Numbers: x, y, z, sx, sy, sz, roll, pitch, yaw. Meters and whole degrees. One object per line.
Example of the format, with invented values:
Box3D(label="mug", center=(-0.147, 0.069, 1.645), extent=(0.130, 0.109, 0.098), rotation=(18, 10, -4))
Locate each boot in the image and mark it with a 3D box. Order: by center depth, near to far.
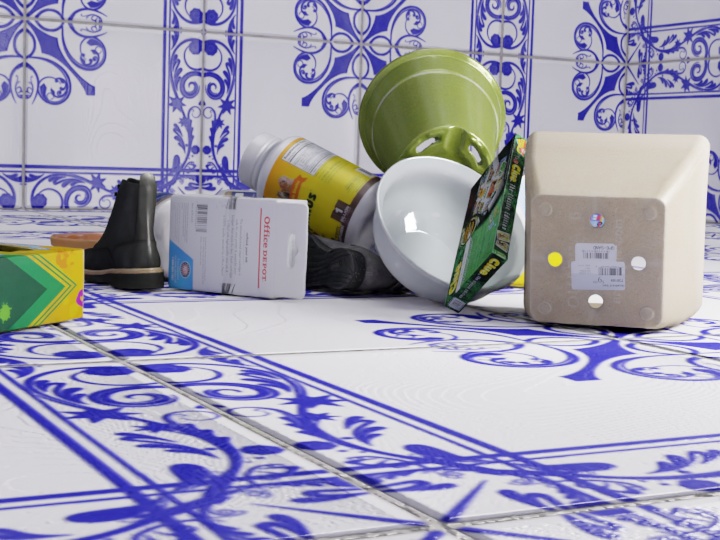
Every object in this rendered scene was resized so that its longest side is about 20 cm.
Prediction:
Box3D(label="boot", center=(-0.297, -0.053, 1.635), extent=(0.077, 0.139, 0.200), rotation=(-2, 5, -38))
Box3D(label="boot", center=(0.000, 0.000, 1.657), extent=(0.131, 0.070, 0.200), rotation=(7, 9, -29))

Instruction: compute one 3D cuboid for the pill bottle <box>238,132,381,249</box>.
Box3D(label="pill bottle", center=(-0.062, -0.108, 1.751), extent=(0.200, 0.110, 0.109), rotation=(28, 14, 20))

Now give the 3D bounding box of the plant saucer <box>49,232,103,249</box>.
Box3D(label="plant saucer", center=(-0.367, -0.034, 1.983), extent=(0.199, 0.038, 0.200), rotation=(1, 5, 0))

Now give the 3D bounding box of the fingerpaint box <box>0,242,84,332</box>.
Box3D(label="fingerpaint box", center=(-0.391, 0.010, 1.243), extent=(0.199, 0.074, 0.167), rotation=(4, 6, 24))

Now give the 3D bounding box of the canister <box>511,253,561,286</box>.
Box3D(label="canister", center=(0.246, -0.026, 1.847), extent=(0.148, 0.087, 0.200), rotation=(1, 6, 1))

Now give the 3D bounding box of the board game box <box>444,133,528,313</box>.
Box3D(label="board game box", center=(0.142, -0.055, 1.467), extent=(0.023, 0.200, 0.105), rotation=(29, -45, -13))

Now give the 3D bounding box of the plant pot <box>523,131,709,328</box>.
Box3D(label="plant pot", center=(0.260, -0.033, 1.390), extent=(0.199, 0.201, 0.177), rotation=(3, 15, 16))

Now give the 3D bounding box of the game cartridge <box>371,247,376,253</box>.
Box3D(label="game cartridge", center=(0.090, -0.025, 2.062), extent=(0.199, 0.041, 0.133), rotation=(2, 9, 9))

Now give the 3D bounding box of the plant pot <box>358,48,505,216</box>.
Box3D(label="plant pot", center=(0.101, -0.160, 1.687), extent=(0.199, 0.201, 0.190), rotation=(1, 28, -4))

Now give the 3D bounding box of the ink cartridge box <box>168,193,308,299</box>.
Box3D(label="ink cartridge box", center=(-0.131, -0.030, 1.567), extent=(0.199, 0.116, 0.067), rotation=(5, 5, 30))

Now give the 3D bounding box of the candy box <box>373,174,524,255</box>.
Box3D(label="candy box", center=(0.133, -0.063, 1.760), extent=(0.200, 0.072, 0.168), rotation=(-32, 12, -12))

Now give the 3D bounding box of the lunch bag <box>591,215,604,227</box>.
Box3D(label="lunch bag", center=(0.363, -0.064, 2.036), extent=(0.199, 0.094, 0.151), rotation=(10, -39, -15))

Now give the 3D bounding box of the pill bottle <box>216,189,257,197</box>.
Box3D(label="pill bottle", center=(-0.105, -0.054, 1.851), extent=(0.199, 0.116, 0.116), rotation=(2, 5, 3))

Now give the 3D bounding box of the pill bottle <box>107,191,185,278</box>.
Box3D(label="pill bottle", center=(-0.271, -0.050, 1.767), extent=(0.111, 0.111, 0.200), rotation=(-1, 5, -29))

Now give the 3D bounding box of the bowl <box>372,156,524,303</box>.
Box3D(label="bowl", center=(0.092, -0.032, 1.556), extent=(0.200, 0.202, 0.090), rotation=(-1, -35, -31))
